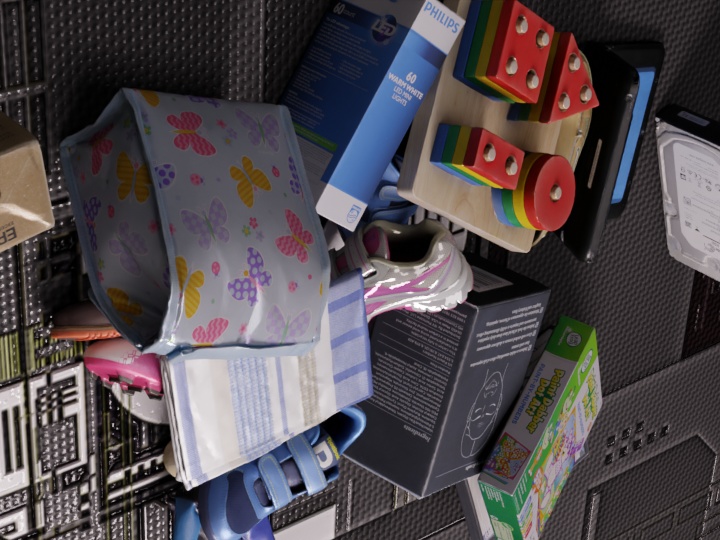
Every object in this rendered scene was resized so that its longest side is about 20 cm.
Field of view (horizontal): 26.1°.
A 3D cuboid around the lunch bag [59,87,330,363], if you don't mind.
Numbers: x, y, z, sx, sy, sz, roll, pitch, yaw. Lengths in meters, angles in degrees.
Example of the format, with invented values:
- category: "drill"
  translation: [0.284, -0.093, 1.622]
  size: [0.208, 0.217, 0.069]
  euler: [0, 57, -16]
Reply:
- category: "lunch bag"
  translation: [-0.125, -0.025, 1.198]
  size: [0.169, 0.201, 0.127]
  euler: [-1, 156, -44]

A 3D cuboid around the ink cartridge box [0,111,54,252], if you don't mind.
- category: "ink cartridge box"
  translation: [-0.328, -0.049, 1.014]
  size: [0.199, 0.164, 0.076]
  euler: [-29, 132, -29]

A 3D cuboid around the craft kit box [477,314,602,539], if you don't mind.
- category: "craft kit box"
  translation: [0.191, 0.176, 1.621]
  size: [0.198, 0.048, 0.200]
  euler: [-64, 159, -20]

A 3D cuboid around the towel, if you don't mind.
- category: "towel"
  translation: [-0.078, 0.091, 1.326]
  size: [0.199, 0.024, 0.148]
  euler: [-24, 130, -25]

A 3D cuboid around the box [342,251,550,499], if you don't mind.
- category: "box"
  translation: [0.083, 0.098, 1.515]
  size: [0.148, 0.107, 0.201]
  euler: [-10, 119, -55]

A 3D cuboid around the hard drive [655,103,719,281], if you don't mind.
- category: "hard drive"
  translation: [0.392, -0.074, 1.711]
  size: [0.038, 0.139, 0.201]
  euler: [-36, 134, -23]

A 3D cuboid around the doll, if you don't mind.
- category: "doll"
  translation: [-0.131, 0.227, 1.441]
  size: [0.137, 0.048, 0.201]
  euler: [-52, 138, -31]

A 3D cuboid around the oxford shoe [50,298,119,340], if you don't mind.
- category: "oxford shoe"
  translation: [-0.171, 0.008, 1.285]
  size: [0.199, 0.071, 0.073]
  euler: [-20, 99, -34]

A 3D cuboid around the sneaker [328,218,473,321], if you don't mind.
- category: "sneaker"
  translation: [0.000, 0.000, 1.385]
  size: [0.199, 0.082, 0.089]
  euler: [-18, 137, -6]

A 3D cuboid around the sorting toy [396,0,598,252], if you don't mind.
- category: "sorting toy"
  translation: [0.137, -0.134, 1.377]
  size: [0.198, 0.069, 0.202]
  euler: [22, 80, -51]

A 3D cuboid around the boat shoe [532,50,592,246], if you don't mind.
- category: "boat shoe"
  translation: [0.187, -0.117, 1.520]
  size: [0.071, 0.076, 0.202]
  euler: [7, 114, 1]

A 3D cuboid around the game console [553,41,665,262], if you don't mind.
- category: "game console"
  translation: [0.270, -0.123, 1.589]
  size: [0.115, 0.176, 0.202]
  euler: [5, 111, -15]

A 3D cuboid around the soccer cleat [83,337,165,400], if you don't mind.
- category: "soccer cleat"
  translation: [-0.153, 0.072, 1.336]
  size: [0.199, 0.070, 0.087]
  euler: [23, 74, -46]

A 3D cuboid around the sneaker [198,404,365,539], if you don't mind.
- category: "sneaker"
  translation: [-0.070, 0.172, 1.401]
  size: [0.200, 0.082, 0.074]
  euler: [-46, 128, -41]

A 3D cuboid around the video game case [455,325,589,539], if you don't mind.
- category: "video game case"
  translation: [0.176, 0.187, 1.735]
  size: [0.180, 0.025, 0.201]
  euler: [-38, 133, -23]

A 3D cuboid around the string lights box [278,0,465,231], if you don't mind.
- category: "string lights box"
  translation: [-0.007, -0.147, 1.313]
  size: [0.059, 0.103, 0.201]
  euler: [26, 94, -47]

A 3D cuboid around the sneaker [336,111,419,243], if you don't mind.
- category: "sneaker"
  translation: [0.027, -0.082, 1.399]
  size: [0.074, 0.082, 0.201]
  euler: [-24, 130, -34]
